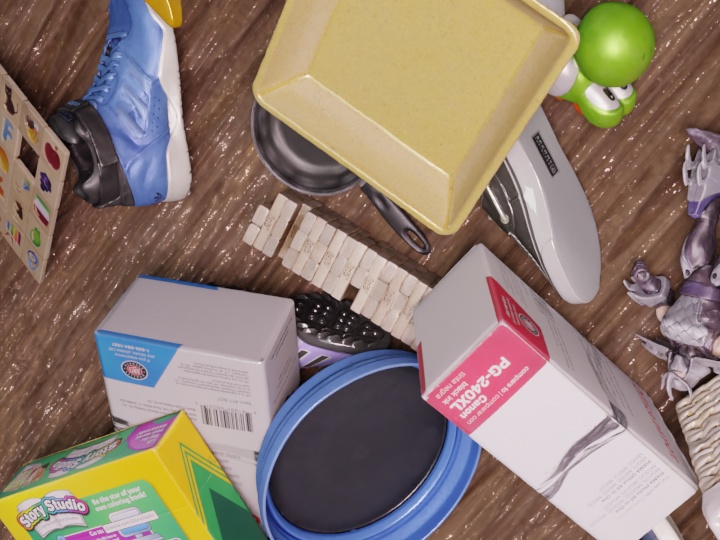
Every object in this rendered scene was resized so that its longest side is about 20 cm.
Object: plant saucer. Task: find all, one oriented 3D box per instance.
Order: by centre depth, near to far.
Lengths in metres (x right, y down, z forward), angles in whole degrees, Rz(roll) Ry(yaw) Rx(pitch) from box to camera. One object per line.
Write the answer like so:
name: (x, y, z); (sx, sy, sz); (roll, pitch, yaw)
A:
plant saucer: (0.037, -0.156, 0.720); (0.199, 0.049, 0.201); (36, 131, 5)

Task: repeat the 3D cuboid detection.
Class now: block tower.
block tower: (0.000, 0.000, 0.830); (0.198, 0.058, 0.054); (31, 105, 8)

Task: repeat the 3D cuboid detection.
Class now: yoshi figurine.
yoshi figurine: (0.149, -0.203, 0.736); (0.112, 0.112, 0.200); (-42, 91, 8)

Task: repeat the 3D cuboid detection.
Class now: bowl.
bowl: (0.006, 0.155, 0.798); (0.198, 0.039, 0.203); (-13, 121, -23)

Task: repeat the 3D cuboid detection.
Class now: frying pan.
frying pan: (-0.003, -0.104, 0.823); (0.188, 0.031, 0.116); (25, 119, 1)

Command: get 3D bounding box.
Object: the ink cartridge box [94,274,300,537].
ink cartridge box: (-0.128, 0.117, 0.826); (0.144, 0.085, 0.202); (9, 127, 12)

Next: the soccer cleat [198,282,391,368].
soccer cleat: (-0.068, 0.062, 0.860); (0.197, 0.068, 0.074); (7, 120, 12)

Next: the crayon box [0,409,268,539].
crayon box: (-0.186, 0.224, 0.820); (0.198, 0.058, 0.174); (-21, 107, 28)

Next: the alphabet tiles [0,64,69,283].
alphabet tiles: (-0.329, -0.112, 0.882); (0.200, 0.007, 0.168); (49, 137, 19)

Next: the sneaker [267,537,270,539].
sneaker: (-0.157, 0.227, 0.897); (0.197, 0.070, 0.091); (-16, 97, 19)

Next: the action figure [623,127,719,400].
action figure: (0.262, 0.001, 0.739); (0.129, 0.069, 0.203); (18, 92, 53)

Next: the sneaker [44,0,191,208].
sneaker: (-0.215, -0.153, 0.833); (0.076, 0.110, 0.203); (11, 110, 57)

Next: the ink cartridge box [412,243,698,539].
ink cartridge box: (0.139, 0.093, 0.730); (0.199, 0.146, 0.083); (40, 107, -14)

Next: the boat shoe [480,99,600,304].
boat shoe: (0.132, -0.065, 0.784); (0.063, 0.070, 0.202); (-17, 99, 45)

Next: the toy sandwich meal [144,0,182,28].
toy sandwich meal: (-0.126, -0.241, 0.760); (0.203, 0.205, 0.071); (19, 122, 12)

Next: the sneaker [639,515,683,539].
sneaker: (0.241, 0.278, 0.793); (0.084, 0.075, 0.202); (-23, 92, 12)

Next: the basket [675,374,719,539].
basket: (0.355, 0.151, 0.681); (0.199, 0.161, 0.199); (-37, 102, 16)
